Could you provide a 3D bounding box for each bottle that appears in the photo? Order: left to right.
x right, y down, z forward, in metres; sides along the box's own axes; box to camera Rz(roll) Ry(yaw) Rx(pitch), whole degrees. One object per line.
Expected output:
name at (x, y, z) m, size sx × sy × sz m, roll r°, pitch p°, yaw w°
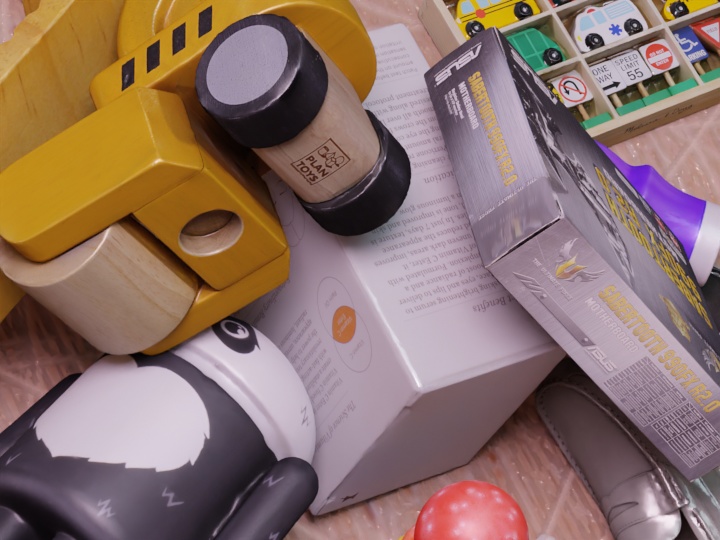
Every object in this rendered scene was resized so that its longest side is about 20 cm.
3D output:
bottle at (0.105, -0.043, 1.487) m, size 0.199 × 0.084 × 0.065 m, roll 19°, pitch 71°, yaw 1°

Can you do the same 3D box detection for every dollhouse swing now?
dollhouse swing at (-0.230, -0.067, 1.324) m, size 0.175 × 0.182 × 0.200 m, roll 25°, pitch 58°, yaw 23°

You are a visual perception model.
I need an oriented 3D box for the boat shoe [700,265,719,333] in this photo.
boat shoe at (0.243, 0.046, 1.506) m, size 0.200 × 0.057 × 0.069 m, roll 34°, pitch 58°, yaw 4°

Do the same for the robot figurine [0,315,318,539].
robot figurine at (-0.110, 0.107, 1.329) m, size 0.150 × 0.125 × 0.200 m, roll 42°, pitch 60°, yaw 4°

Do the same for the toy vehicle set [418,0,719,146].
toy vehicle set at (0.148, -0.141, 1.596) m, size 0.200 × 0.027 × 0.124 m, roll -22°, pitch 71°, yaw -25°

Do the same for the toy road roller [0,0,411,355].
toy road roller at (-0.084, -0.069, 1.283) m, size 0.200 × 0.123 × 0.146 m, roll -32°, pitch 51°, yaw 11°

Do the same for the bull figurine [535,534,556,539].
bull figurine at (0.111, 0.238, 1.352) m, size 0.121 × 0.065 × 0.201 m, roll 5°, pitch 71°, yaw 3°

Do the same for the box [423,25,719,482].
box at (0.117, -0.008, 1.344) m, size 0.200 × 0.048 × 0.159 m, roll 45°, pitch 19°, yaw -36°

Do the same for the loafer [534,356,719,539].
loafer at (0.164, 0.132, 1.430) m, size 0.200 × 0.070 × 0.070 m, roll 46°, pitch 52°, yaw 10°

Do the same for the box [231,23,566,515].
box at (0.000, 0.000, 1.399) m, size 0.106 × 0.152 × 0.200 m, roll -17°, pitch 69°, yaw -32°

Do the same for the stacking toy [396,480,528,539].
stacking toy at (0.034, 0.163, 1.298) m, size 0.085 × 0.200 × 0.086 m, roll 7°, pitch 61°, yaw -13°
